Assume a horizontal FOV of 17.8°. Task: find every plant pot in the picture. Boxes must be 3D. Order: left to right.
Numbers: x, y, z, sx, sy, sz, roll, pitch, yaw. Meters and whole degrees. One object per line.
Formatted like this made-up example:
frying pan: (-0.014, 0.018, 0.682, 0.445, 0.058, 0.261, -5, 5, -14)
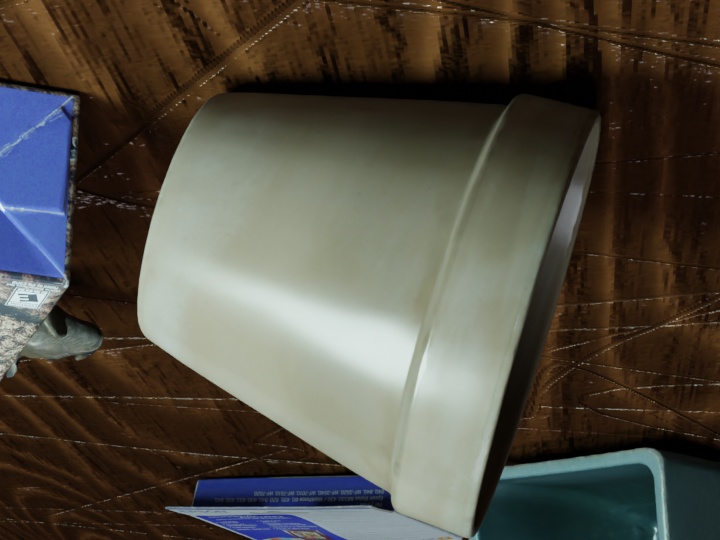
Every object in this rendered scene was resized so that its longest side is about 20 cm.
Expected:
plant pot: (0.000, 0.000, 1.035, 0.173, 0.201, 0.200, 17, 166, 9)
plant pot: (0.227, 0.249, 1.828, 0.195, 0.198, 0.199, -12, 168, 43)

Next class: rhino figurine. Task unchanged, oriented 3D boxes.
rhino figurine: (-0.214, 0.020, 1.319, 0.087, 0.060, 0.200, -11, 158, 23)

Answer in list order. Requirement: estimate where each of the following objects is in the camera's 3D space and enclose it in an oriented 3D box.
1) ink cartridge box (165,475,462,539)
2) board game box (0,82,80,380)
ink cartridge box: (-0.036, 0.203, 1.986, 0.197, 0.047, 0.200, -3, 162, 24)
board game box: (-0.236, -0.014, 1.101, 0.159, 0.097, 0.200, 8, 157, -19)
